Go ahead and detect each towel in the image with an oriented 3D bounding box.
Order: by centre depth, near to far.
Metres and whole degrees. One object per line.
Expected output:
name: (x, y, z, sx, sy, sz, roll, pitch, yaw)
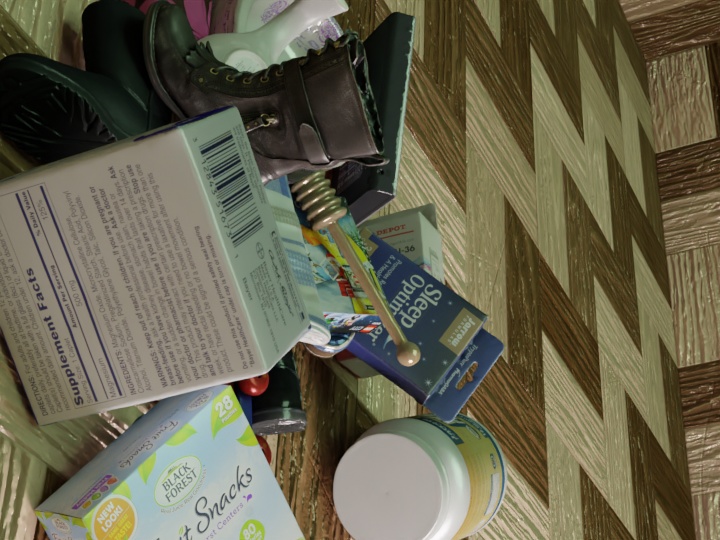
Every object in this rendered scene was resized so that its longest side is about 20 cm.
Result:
towel: (-0.096, -0.033, 1.246, 0.147, 0.024, 0.200, 20, 44, -43)

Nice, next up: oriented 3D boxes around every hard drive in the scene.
hard drive: (0.010, -0.156, 1.510, 0.033, 0.140, 0.201, 12, 72, -18)

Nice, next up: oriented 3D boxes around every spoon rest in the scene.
spoon rest: (-0.091, -0.195, 1.315, 0.099, 0.061, 0.200, 53, 56, -16)

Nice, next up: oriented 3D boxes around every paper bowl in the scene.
paper bowl: (-0.093, -0.184, 1.434, 0.201, 0.104, 0.201, 30, 51, -46)

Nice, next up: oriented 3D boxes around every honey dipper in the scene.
honey dipper: (0.000, 0.000, 1.330, 0.200, 0.038, 0.038, 59, 21, 6)

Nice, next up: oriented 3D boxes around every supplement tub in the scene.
supplement tub: (0.065, 0.229, 1.544, 0.200, 0.144, 0.145, 5, 72, -67)

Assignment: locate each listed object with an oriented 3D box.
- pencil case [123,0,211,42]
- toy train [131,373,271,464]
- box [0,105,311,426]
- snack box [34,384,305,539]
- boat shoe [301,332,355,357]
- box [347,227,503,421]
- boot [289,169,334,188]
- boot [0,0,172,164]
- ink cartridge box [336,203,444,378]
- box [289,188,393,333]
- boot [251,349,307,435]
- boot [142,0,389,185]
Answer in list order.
pencil case: (-0.173, -0.277, 1.349, 0.094, 0.091, 0.200, 42, 43, -49)
toy train: (-0.145, 0.087, 1.224, 0.116, 0.085, 0.201, 25, 53, -46)
box: (-0.165, -0.003, 1.051, 0.105, 0.200, 0.184, -43, 117, -66)
snack box: (-0.133, 0.215, 1.105, 0.169, 0.068, 0.200, -43, 117, -39)
boat shoe: (-0.049, 0.022, 1.445, 0.072, 0.072, 0.200, 15, 38, -21)
box: (0.048, 0.057, 1.520, 0.121, 0.200, 0.032, -51, 173, -29)
boot: (-0.072, -0.165, 1.551, 0.107, 0.075, 0.201, -11, 88, -63)
boot: (-0.224, -0.160, 1.176, 0.200, 0.076, 0.168, 35, 36, -43)
ink cartridge box: (0.032, 0.011, 1.633, 0.067, 0.116, 0.200, 43, 38, -55)
box: (-0.065, -0.011, 1.326, 0.200, 0.038, 0.137, 6, 55, -51)
boot: (-0.093, 0.050, 1.335, 0.165, 0.065, 0.201, 109, -25, -81)
boot: (-0.074, -0.156, 1.179, 0.200, 0.174, 0.069, 68, 24, -2)
